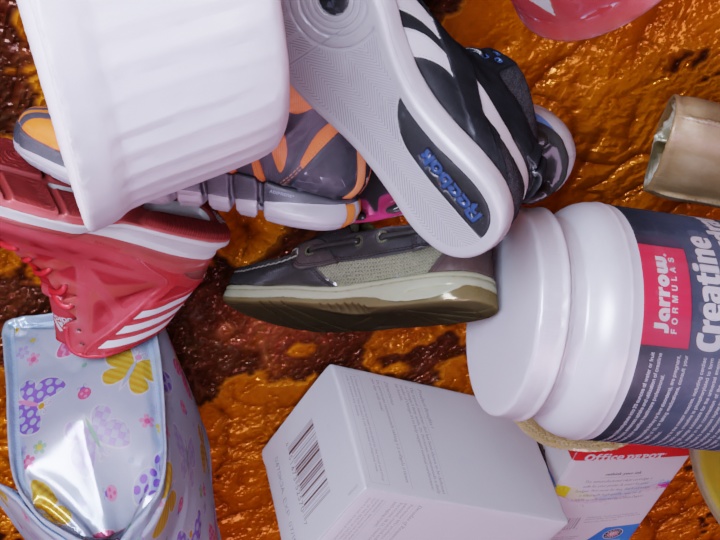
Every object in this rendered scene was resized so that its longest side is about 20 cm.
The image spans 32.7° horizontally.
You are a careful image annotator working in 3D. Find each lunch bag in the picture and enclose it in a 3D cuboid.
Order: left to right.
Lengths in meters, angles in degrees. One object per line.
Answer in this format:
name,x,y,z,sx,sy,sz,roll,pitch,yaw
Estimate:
lunch bag,-0.160,0.143,0.795,0.125,0.202,0.171,-16,139,-3

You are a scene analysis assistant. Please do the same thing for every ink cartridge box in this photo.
ink cartridge box,0.203,0.156,1.041,0.114,0.068,0.201,1,135,-22

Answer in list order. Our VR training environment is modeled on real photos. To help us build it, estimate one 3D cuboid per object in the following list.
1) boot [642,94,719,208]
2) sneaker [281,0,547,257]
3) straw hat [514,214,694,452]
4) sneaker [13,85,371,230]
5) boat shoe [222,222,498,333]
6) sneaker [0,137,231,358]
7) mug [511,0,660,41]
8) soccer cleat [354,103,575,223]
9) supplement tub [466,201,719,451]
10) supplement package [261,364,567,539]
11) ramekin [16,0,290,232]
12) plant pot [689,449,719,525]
boot,0.285,-0.048,0.809,0.197,0.067,0.176,10,154,5
sneaker,0.023,-0.111,0.635,0.073,0.112,0.201,-26,103,35
straw hat,0.180,0.027,0.876,0.198,0.085,0.204,-4,121,-7
sneaker,-0.088,-0.096,0.674,0.197,0.078,0.114,8,108,-5
boat shoe,0.000,0.000,0.772,0.199,0.067,0.071,-3,161,37
sneaker,-0.179,-0.001,0.710,0.198,0.079,0.116,14,116,-33
mug,0.050,-0.202,0.562,0.177,0.134,0.199,-40,131,20
soccer cleat,0.030,-0.070,0.741,0.197,0.087,0.071,2,112,9
supplement tub,0.177,0.035,0.746,0.197,0.142,0.141,6,133,-14
supplement package,0.041,0.169,0.958,0.198,0.118,0.118,16,128,-31
ramekin,-0.102,-0.128,0.538,0.096,0.202,0.202,-17,139,-13
plant pot,0.364,0.126,0.937,0.187,0.201,0.202,-22,141,-20
